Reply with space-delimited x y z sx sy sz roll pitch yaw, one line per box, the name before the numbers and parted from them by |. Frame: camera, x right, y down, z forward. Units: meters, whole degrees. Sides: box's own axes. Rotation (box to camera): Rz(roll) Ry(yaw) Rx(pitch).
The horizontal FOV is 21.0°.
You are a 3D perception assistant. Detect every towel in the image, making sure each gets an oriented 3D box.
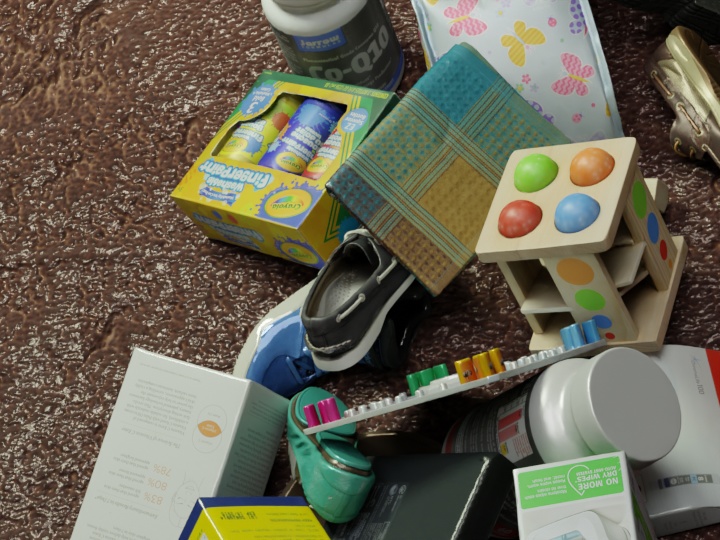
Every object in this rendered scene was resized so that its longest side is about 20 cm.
towel | 0.080 -0.093 1.742 0.147 0.022 0.200 44 70 -2

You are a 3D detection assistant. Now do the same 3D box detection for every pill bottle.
pill bottle | -0.032 -0.250 1.898 0.113 0.200 0.115 -8 57 13
pill bottle | 0.163 0.140 1.590 0.200 0.115 0.117 -36 38 51

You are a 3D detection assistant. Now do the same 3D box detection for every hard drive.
hard drive | 0.034 0.216 1.592 0.199 0.033 0.140 -11 48 56

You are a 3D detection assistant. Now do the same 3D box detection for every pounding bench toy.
pounding bench toy | 0.203 -0.051 1.709 0.123 0.157 0.201 -5 44 31

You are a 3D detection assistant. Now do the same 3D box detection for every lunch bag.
lunch bag | 0.151 -0.180 1.843 0.168 0.127 0.202 -17 80 6

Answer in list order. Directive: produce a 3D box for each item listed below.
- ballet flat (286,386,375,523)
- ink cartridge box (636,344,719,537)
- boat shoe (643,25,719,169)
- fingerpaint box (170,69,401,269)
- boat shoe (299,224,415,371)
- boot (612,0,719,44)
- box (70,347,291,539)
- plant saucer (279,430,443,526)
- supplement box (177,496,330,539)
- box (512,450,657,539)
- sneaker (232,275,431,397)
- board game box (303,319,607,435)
ballet flat | -0.035 0.163 1.672 0.200 0.067 0.071 -121 53 -71
ink cartridge box | 0.291 0.134 1.653 0.198 0.047 0.161 -16 55 11
boat shoe | 0.322 -0.131 1.804 0.072 0.072 0.201 -40 62 28
fingerpaint box | -0.061 -0.099 1.855 0.199 0.073 0.167 16 64 47
boat shoe | 0.000 0.000 1.727 0.073 0.061 0.201 3 44 31
boot | 0.289 -0.312 1.863 0.068 0.199 0.132 -27 46 47
box | -0.159 0.187 1.703 0.123 0.097 0.202 14 80 24
plant saucer | 0.016 0.235 1.690 0.198 0.030 0.202 -8 57 12
supplement box | -0.066 0.286 1.547 0.200 0.108 0.110 52 126 42
box | 0.191 0.267 1.511 0.096 0.200 0.178 -11 58 12
sneaker | -0.020 0.066 1.774 0.200 0.077 0.111 -42 47 -18
board game box | 0.079 0.089 1.632 0.199 0.199 0.026 -19 87 34
